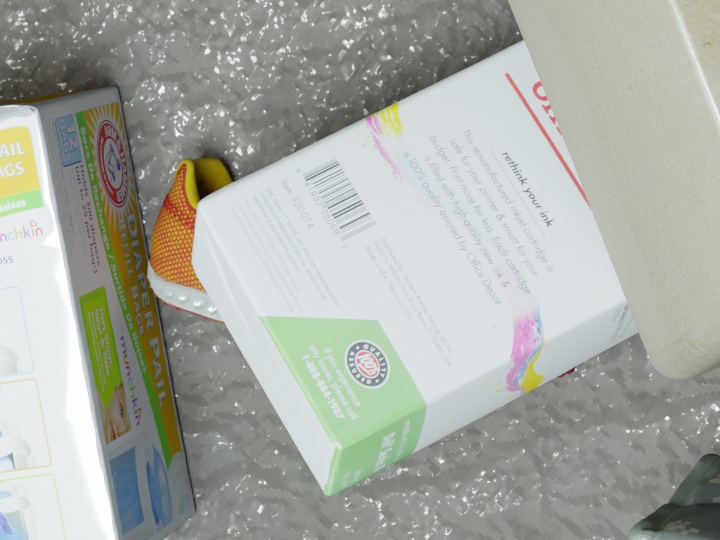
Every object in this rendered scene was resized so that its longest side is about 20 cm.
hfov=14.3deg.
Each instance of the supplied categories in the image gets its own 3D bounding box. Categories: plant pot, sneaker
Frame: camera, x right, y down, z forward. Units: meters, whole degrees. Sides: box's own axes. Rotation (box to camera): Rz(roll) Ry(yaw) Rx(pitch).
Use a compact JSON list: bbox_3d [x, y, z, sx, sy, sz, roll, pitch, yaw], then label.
[{"bbox_3d":[0.169,-0.084,1.000,0.199,0.177,0.201,-22,90,1],"label":"plant pot"},{"bbox_3d":[0.000,0.000,1.192,0.199,0.073,0.077,17,100,19],"label":"sneaker"}]

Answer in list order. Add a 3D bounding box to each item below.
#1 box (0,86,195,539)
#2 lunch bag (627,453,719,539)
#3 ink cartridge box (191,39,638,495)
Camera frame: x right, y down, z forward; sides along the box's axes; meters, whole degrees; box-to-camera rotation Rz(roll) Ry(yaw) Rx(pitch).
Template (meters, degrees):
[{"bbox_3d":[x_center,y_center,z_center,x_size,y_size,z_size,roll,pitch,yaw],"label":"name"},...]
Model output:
[{"bbox_3d":[-0.150,0.028,1.236,0.101,0.112,0.201,-8,97,15],"label":"box"},{"bbox_3d":[0.183,0.193,1.121,0.163,0.118,0.201,12,111,22],"label":"lunch bag"},{"bbox_3d":[0.047,-0.012,1.127,0.199,0.067,0.117,-26,72,-14],"label":"ink cartridge box"}]
